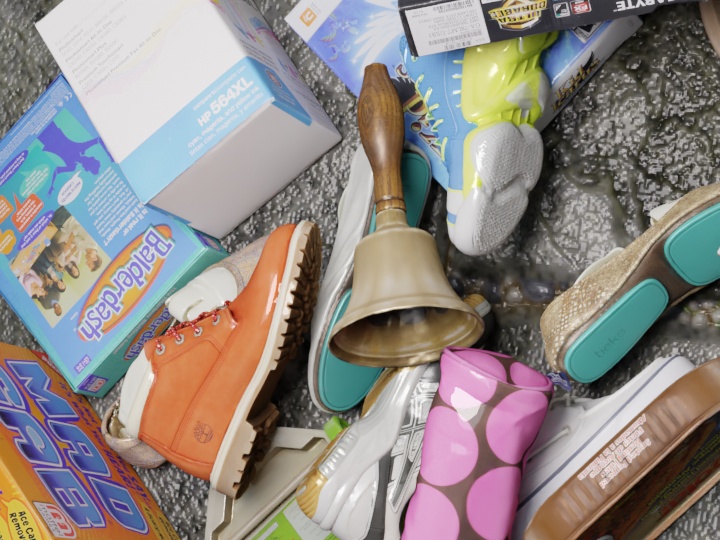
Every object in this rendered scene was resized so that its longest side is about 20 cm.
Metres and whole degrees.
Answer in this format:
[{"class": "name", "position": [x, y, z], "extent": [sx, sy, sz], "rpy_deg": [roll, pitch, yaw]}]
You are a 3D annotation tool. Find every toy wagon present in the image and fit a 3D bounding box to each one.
[{"class": "toy wagon", "position": [-0.028, 0.209, 1.439], "extent": [0.155, 0.040, 0.200], "rpy_deg": [-43, 67, 11]}]

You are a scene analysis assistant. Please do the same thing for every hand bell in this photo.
[{"class": "hand bell", "position": [0.019, -0.048, 1.361], "extent": [0.103, 0.104, 0.202], "rpy_deg": [-15, 66, 20]}]

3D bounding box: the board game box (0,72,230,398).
[{"class": "board game box", "position": [-0.214, -0.027, 1.562], "extent": [0.152, 0.045, 0.200], "rpy_deg": [-45, 66, 10]}]

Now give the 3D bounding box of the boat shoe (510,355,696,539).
[{"class": "boat shoe", "position": [0.139, 0.117, 1.369], "extent": [0.200, 0.072, 0.066], "rpy_deg": [-46, 71, 19]}]

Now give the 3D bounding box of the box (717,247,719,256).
[{"class": "box", "position": [0.341, 0.008, 1.266], "extent": [0.199, 0.124, 0.098], "rpy_deg": [34, 95, 26]}]

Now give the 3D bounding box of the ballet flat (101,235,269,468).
[{"class": "ballet flat", "position": [-0.123, 0.055, 1.489], "extent": [0.068, 0.067, 0.201], "rpy_deg": [34, 94, 44]}]

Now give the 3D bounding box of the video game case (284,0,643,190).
[{"class": "video game case", "position": [0.070, -0.180, 1.465], "extent": [0.181, 0.045, 0.200], "rpy_deg": [-47, 66, 10]}]

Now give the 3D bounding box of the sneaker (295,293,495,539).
[{"class": "sneaker", "position": [0.042, 0.109, 1.402], "extent": [0.087, 0.076, 0.200], "rpy_deg": [39, 71, -3]}]

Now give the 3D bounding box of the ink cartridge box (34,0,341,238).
[{"class": "ink cartridge box", "position": [-0.132, -0.149, 1.502], "extent": [0.125, 0.128, 0.201], "rpy_deg": [-38, 68, 13]}]

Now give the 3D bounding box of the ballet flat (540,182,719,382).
[{"class": "ballet flat", "position": [0.197, -0.008, 1.364], "extent": [0.199, 0.071, 0.065], "rpy_deg": [-37, 38, 1]}]

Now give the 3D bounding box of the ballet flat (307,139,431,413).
[{"class": "ballet flat", "position": [0.000, 0.000, 1.451], "extent": [0.069, 0.069, 0.202], "rpy_deg": [21, 102, 26]}]

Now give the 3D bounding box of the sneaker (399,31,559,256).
[{"class": "sneaker", "position": [0.073, -0.111, 1.396], "extent": [0.104, 0.076, 0.202], "rpy_deg": [9, 79, 34]}]

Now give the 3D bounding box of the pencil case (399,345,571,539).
[{"class": "pencil case", "position": [0.067, 0.152, 1.323], "extent": [0.090, 0.094, 0.202], "rpy_deg": [16, 97, -9]}]

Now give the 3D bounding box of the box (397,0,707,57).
[{"class": "box", "position": [0.124, -0.237, 1.362], "extent": [0.196, 0.050, 0.201], "rpy_deg": [-9, 44, 10]}]

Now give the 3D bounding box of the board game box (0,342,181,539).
[{"class": "board game box", "position": [-0.288, 0.187, 1.469], "extent": [0.200, 0.200, 0.200], "rpy_deg": [-43, 67, 11]}]

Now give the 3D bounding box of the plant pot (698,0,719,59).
[{"class": "plant pot", "position": [0.300, -0.204, 1.297], "extent": [0.198, 0.174, 0.202], "rpy_deg": [-4, 79, 22]}]

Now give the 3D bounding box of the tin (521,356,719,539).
[{"class": "tin", "position": [0.187, 0.132, 1.320], "extent": [0.200, 0.112, 0.042], "rpy_deg": [-44, 57, 10]}]

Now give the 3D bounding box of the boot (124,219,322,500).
[{"class": "boot", "position": [-0.096, 0.048, 1.420], "extent": [0.106, 0.075, 0.202], "rpy_deg": [24, 99, 12]}]
